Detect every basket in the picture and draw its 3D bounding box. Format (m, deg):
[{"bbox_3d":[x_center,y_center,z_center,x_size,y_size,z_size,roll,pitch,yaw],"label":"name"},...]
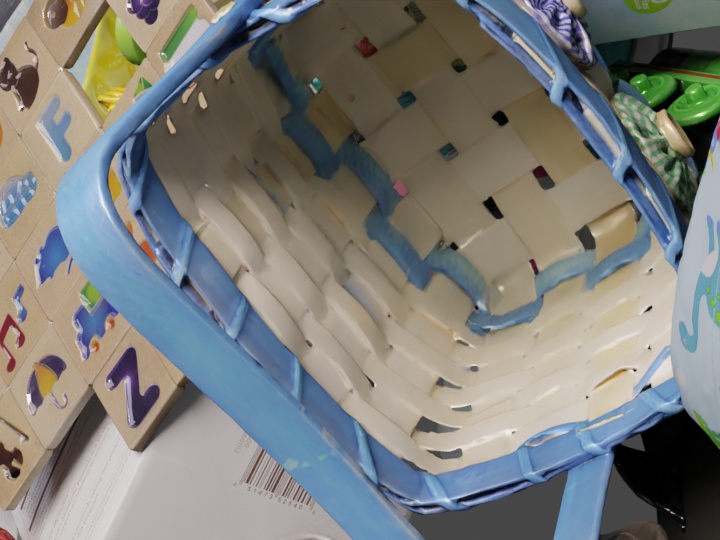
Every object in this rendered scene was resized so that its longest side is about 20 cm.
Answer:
[{"bbox_3d":[0.012,-0.006,0.605,0.139,0.176,0.200,-29,21,35],"label":"basket"}]

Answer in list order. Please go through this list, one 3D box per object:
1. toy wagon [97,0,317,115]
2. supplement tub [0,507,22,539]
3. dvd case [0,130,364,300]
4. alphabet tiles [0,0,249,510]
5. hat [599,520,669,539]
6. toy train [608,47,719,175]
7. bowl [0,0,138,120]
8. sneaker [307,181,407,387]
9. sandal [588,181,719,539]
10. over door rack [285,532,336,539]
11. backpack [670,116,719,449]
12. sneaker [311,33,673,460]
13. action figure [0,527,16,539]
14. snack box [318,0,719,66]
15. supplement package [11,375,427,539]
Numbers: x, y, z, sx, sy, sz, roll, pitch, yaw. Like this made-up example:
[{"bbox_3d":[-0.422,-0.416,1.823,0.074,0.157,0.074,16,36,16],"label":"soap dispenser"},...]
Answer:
[{"bbox_3d":[-0.025,-0.091,0.883,0.155,0.040,0.200,11,35,37],"label":"toy wagon"},{"bbox_3d":[-0.179,0.132,1.046,0.123,0.122,0.200,-56,27,21],"label":"supplement tub"},{"bbox_3d":[-0.055,-0.051,0.915,0.145,0.022,0.200,-16,23,20],"label":"dvd case"},{"bbox_3d":[-0.102,-0.016,0.815,0.200,0.008,0.167,-54,53,25],"label":"alphabet tiles"},{"bbox_3d":[0.063,0.164,0.600,0.201,0.081,0.201,-58,10,17],"label":"hat"},{"bbox_3d":[0.131,-0.044,0.673,0.056,0.042,0.200,-33,22,-16],"label":"toy train"},{"bbox_3d":[-0.135,-0.048,1.127,0.200,0.107,0.201,-43,35,39],"label":"bowl"},{"bbox_3d":[0.000,0.000,0.844,0.082,0.070,0.200,-53,18,17],"label":"sneaker"},{"bbox_3d":[0.100,0.040,0.671,0.075,0.045,0.201,-49,31,33],"label":"sandal"},{"bbox_3d":[-0.043,0.205,0.712,0.148,0.066,0.200,105,-172,-46],"label":"over door rack"},{"bbox_3d":[0.152,-0.018,0.502,0.200,0.163,0.154,-59,40,29],"label":"backpack"},{"bbox_3d":[0.033,-0.032,0.774,0.084,0.120,0.201,-14,57,60],"label":"sneaker"},{"bbox_3d":[-0.121,0.165,0.839,0.052,0.201,0.065,-26,-3,-4],"label":"action figure"},{"bbox_3d":[0.088,-0.157,0.718,0.199,0.068,0.169,-7,54,16],"label":"snack box"},{"bbox_3d":[-0.071,0.069,0.899,0.110,0.113,0.200,-63,26,10],"label":"supplement package"}]
